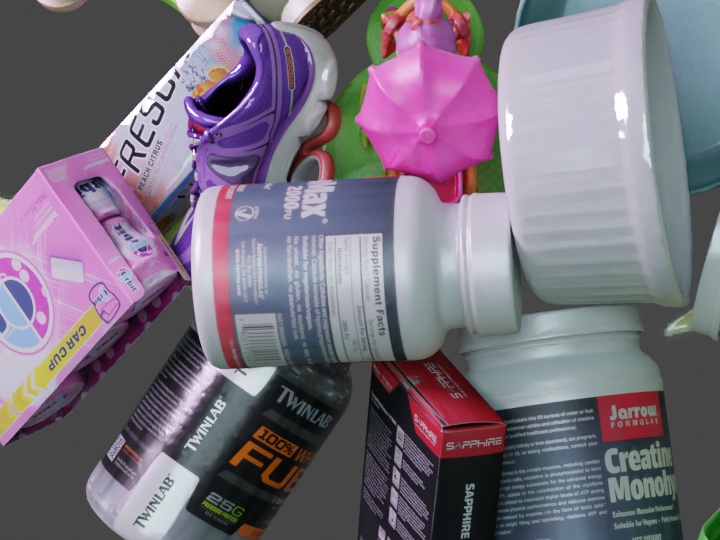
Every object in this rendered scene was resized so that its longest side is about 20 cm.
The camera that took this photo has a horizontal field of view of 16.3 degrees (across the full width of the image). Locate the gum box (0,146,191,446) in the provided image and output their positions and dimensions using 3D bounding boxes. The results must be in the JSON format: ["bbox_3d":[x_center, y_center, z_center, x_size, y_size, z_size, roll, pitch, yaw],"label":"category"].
[{"bbox_3d":[-0.210,0.016,1.725,0.114,0.066,0.200,54,130,11],"label":"gum box"}]

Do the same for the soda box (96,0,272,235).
[{"bbox_3d":[-0.120,-0.098,1.753,0.064,0.068,0.200,46,102,11],"label":"soda box"}]

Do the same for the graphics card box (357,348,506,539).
[{"bbox_3d":[0.043,0.162,1.648,0.051,0.125,0.201,-4,114,-21],"label":"graphics card box"}]

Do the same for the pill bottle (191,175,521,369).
[{"bbox_3d":[0.000,0.000,1.600,0.199,0.120,0.120,-3,85,7],"label":"pill bottle"}]

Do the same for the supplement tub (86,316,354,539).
[{"bbox_3d":[-0.088,0.104,1.716,0.122,0.123,0.200,34,93,11],"label":"supplement tub"}]

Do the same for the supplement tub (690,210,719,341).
[{"bbox_3d":[0.328,0.009,1.631,0.199,0.145,0.145,16,89,12],"label":"supplement tub"}]

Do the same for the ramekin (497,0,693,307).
[{"bbox_3d":[0.151,-0.072,1.607,0.097,0.200,0.201,-6,85,13],"label":"ramekin"}]

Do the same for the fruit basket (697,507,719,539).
[{"bbox_3d":[0.291,0.164,1.591,0.155,0.216,0.216,39,93,11],"label":"fruit basket"}]

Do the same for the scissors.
[{"bbox_3d":[-0.067,-0.051,1.727,0.014,0.200,0.073,11,63,-29],"label":"scissors"}]

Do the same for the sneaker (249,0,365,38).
[{"bbox_3d":[-0.004,-0.241,1.728,0.200,0.067,0.090,-40,67,-22],"label":"sneaker"}]

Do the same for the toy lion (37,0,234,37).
[{"bbox_3d":[-0.130,-0.268,1.788,0.199,0.069,0.192,12,81,12],"label":"toy lion"}]

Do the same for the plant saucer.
[{"bbox_3d":[0.204,-0.150,1.704,0.199,0.036,0.201,3,101,16],"label":"plant saucer"}]

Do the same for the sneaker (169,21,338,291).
[{"bbox_3d":[-0.091,-0.081,1.681,0.083,0.081,0.200,13,113,-29],"label":"sneaker"}]

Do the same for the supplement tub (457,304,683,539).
[{"bbox_3d":[0.137,0.130,1.661,0.140,0.140,0.201,-8,85,10],"label":"supplement tub"}]

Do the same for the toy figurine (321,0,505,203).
[{"bbox_3d":[0.049,-0.121,1.664,0.150,0.184,0.201,0,80,-1],"label":"toy figurine"}]
